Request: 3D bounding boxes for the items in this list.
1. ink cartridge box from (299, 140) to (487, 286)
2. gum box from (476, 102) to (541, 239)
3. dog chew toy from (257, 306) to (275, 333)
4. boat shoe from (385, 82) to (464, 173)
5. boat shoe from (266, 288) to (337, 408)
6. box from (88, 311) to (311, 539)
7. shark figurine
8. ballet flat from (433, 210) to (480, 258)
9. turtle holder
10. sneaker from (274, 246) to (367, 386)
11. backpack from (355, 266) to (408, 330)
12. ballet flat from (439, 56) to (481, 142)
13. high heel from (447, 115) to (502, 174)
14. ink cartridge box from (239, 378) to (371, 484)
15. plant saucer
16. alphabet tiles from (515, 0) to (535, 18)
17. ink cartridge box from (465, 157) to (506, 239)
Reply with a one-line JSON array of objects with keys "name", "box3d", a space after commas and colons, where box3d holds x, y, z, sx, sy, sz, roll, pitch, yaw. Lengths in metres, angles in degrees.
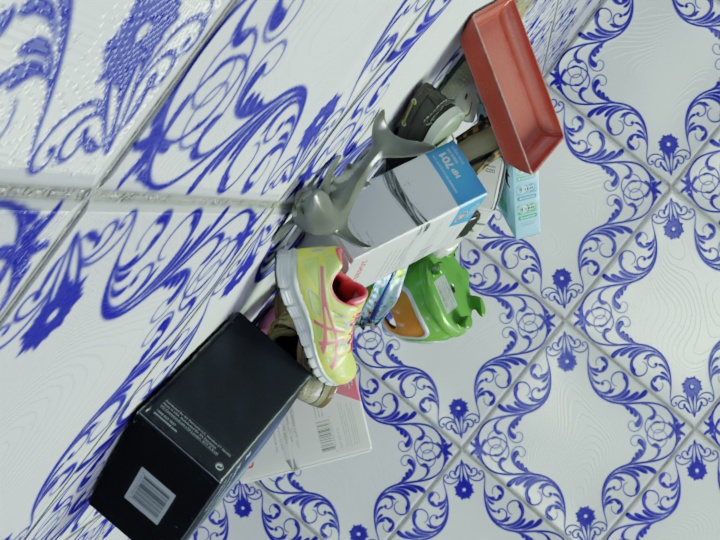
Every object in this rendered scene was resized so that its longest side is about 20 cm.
[{"name": "ink cartridge box", "box3d": [0.036, -0.055, 1.430, 0.198, 0.087, 0.147, -25, 166, -22]}, {"name": "gum box", "box3d": [0.216, -0.178, 1.744, 0.044, 0.171, 0.202, -14, 129, -5]}, {"name": "dog chew toy", "box3d": [-0.114, 0.124, 1.566, 0.199, 0.125, 0.125, -36, 167, -43]}, {"name": "boat shoe", "box3d": [0.067, -0.158, 1.466, 0.071, 0.061, 0.202, -36, 170, -30]}, {"name": "boat shoe", "box3d": [-0.080, 0.079, 1.460, 0.072, 0.064, 0.201, -54, -145, 26]}, {"name": "box", "box3d": [-0.179, 0.189, 1.343, 0.199, 0.123, 0.201, -49, 176, -47]}, {"name": "shark figurine", "box3d": [-0.009, -0.069, 1.248, 0.214, 0.089, 0.129, -44, 173, -49]}, {"name": "ballet flat", "box3d": [0.101, -0.056, 1.679, 0.067, 0.070, 0.199, -20, -165, -34]}, {"name": "turtle holder", "box3d": [0.098, 0.029, 1.764, 0.130, 0.141, 0.187, -22, -146, 25]}, {"name": "sneaker", "box3d": [-0.029, 0.053, 1.340, 0.089, 0.202, 0.079, -16, -139, 6]}, {"name": "backpack", "box3d": [0.000, 0.000, 1.631, 0.200, 0.152, 0.165, 66, 46, -70]}, {"name": "ballet flat", "box3d": [0.118, -0.198, 1.581, 0.201, 0.062, 0.067, -52, 148, 4]}, {"name": "high heel", "box3d": [0.126, -0.142, 1.581, 0.199, 0.072, 0.143, -38, -179, -10]}, {"name": "ink cartridge box", "box3d": [-0.095, 0.213, 1.716, 0.197, 0.149, 0.083, -13, 170, -6]}, {"name": "plant saucer", "box3d": [0.186, -0.231, 1.481, 0.036, 0.203, 0.200, -18, -168, 26]}, {"name": "alphabet tiles", "box3d": [0.257, -0.415, 1.721, 0.168, 0.008, 0.200, -54, 176, 27]}, {"name": "ink cartridge box", "box3d": [0.126, -0.119, 1.754, 0.200, 0.143, 0.086, 104, 0, -78]}]
